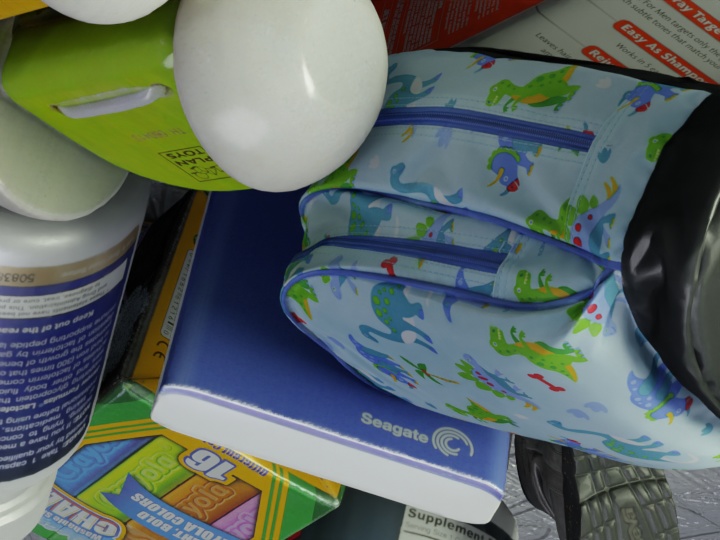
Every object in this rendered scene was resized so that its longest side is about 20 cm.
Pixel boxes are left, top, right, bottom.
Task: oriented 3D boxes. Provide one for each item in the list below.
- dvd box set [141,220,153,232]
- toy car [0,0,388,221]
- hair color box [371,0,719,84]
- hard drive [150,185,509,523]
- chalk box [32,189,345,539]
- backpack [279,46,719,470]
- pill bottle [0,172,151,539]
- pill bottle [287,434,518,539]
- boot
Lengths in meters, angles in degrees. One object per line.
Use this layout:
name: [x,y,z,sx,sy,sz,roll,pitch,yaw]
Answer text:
dvd box set: [-0.034,0.033,1.060,0.200,0.029,0.146,10,153,6]
toy car: [-0.085,-0.114,0.674,0.175,0.150,0.200,-7,142,41]
hair color box: [0.095,-0.090,0.729,0.101,0.061,0.200,30,150,-29]
hard drive: [0.000,0.000,0.798,0.132,0.200,0.025,18,133,-8]
chalk box: [-0.098,0.074,0.989,0.124,0.125,0.200,32,140,-19]
backpack: [0.069,-0.007,0.678,0.200,0.154,0.163,34,179,41]
pill bottle: [-0.160,0.022,0.831,0.116,0.116,0.200,16,129,-4]
pill bottle: [0.017,0.162,1.029,0.120,0.200,0.120,10,152,6]
boot: [0.104,0.049,0.961,0.070,0.200,0.132,-2,-159,-14]
